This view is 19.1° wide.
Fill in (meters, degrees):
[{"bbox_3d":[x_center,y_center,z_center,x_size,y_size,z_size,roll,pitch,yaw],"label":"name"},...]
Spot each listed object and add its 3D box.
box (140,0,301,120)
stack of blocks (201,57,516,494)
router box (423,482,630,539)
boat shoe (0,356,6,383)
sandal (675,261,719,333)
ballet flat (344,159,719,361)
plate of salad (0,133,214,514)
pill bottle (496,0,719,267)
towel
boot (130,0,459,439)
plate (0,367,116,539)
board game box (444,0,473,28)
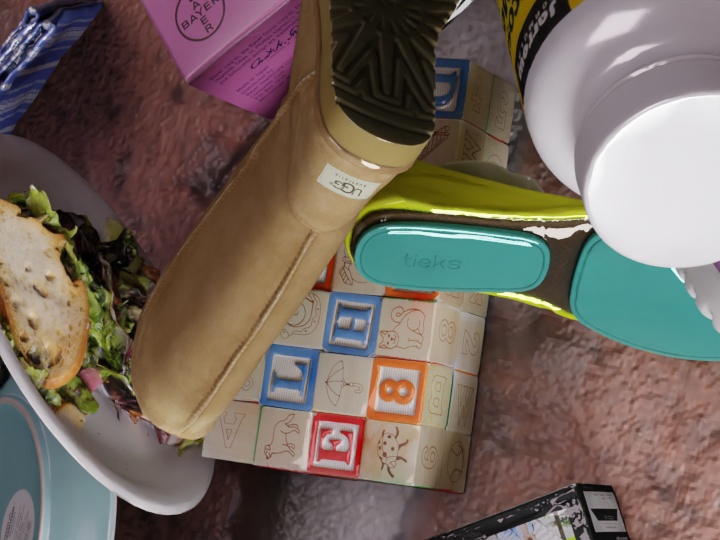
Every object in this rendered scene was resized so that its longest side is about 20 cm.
[{"bbox_3d":[-0.041,-0.210,1.066,0.176,0.097,0.200,-37,66,18],"label":"box"},{"bbox_3d":[0.000,0.000,1.029,0.115,0.059,0.200,6,84,28],"label":"stack of blocks"},{"bbox_3d":[0.041,0.199,0.977,0.200,0.051,0.149,-23,73,23],"label":"router box"},{"bbox_3d":[-0.213,0.052,1.084,0.057,0.069,0.200,24,51,26],"label":"boat shoe"},{"bbox_3d":[0.155,-0.036,0.918,0.050,0.082,0.203,-63,35,28],"label":"sandal"},{"bbox_3d":[0.090,-0.014,0.957,0.200,0.067,0.067,12,130,-5],"label":"ballet flat"},{"bbox_3d":[-0.119,0.020,1.009,0.048,0.200,0.200,-29,69,17],"label":"plate of salad"},{"bbox_3d":[0.116,-0.097,0.874,0.112,0.112,0.200,-32,36,20],"label":"pill bottle"},{"bbox_3d":[-0.203,-0.055,1.110,0.024,0.145,0.200,36,100,-3],"label":"towel"},{"bbox_3d":[-0.036,-0.048,0.946,0.200,0.066,0.175,-53,18,41],"label":"boot"},{"bbox_3d":[-0.177,0.132,1.067,0.200,0.026,0.201,-28,56,52],"label":"plate"},{"bbox_3d":[0.002,-0.208,0.940,0.200,0.023,0.105,41,113,-19],"label":"board game box"}]
